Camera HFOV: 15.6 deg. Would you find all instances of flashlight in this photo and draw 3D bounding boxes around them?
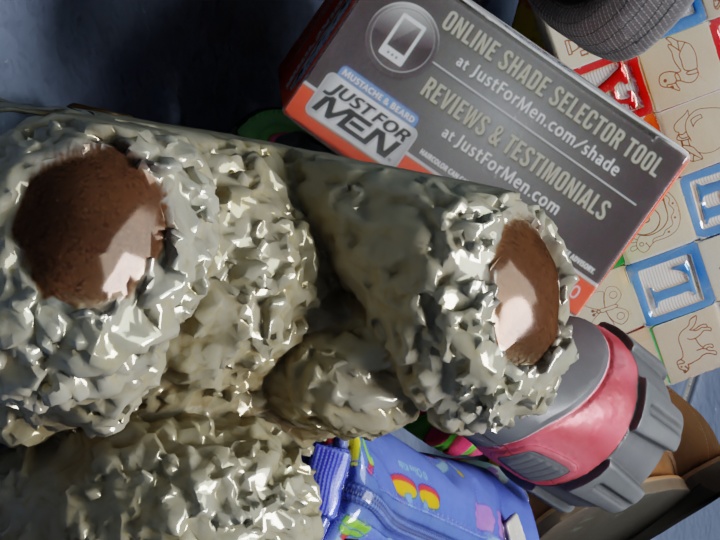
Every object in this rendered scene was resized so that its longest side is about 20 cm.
[{"bbox_3d":[0.032,0.018,0.880,0.068,0.068,0.200,-51,133,2],"label":"flashlight"}]

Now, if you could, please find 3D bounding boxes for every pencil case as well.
[{"bbox_3d":[-0.001,0.085,0.895,0.200,0.086,0.079,35,63,-61],"label":"pencil case"}]

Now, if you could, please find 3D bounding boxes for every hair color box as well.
[{"bbox_3d":[0.033,-0.053,0.861,0.064,0.111,0.200,-55,-175,4],"label":"hair color box"}]

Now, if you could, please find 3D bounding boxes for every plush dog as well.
[{"bbox_3d":[-0.059,0.046,0.736,0.199,0.160,0.173,7,95,-39],"label":"plush dog"}]

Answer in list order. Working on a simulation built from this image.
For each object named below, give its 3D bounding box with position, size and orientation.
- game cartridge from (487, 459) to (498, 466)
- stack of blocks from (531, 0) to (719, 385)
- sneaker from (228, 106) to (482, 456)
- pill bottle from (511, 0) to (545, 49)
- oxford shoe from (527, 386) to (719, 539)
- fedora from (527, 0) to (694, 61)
[{"bbox_3d":[0.080,0.160,1.159,0.200,0.032,0.177,-53,135,-61],"label":"game cartridge"},{"bbox_3d":[0.111,-0.059,1.010,0.059,0.115,0.201,-104,174,-63],"label":"stack of blocks"},{"bbox_3d":[0.000,0.000,0.950,0.200,0.077,0.084,46,10,-49],"label":"sneaker"},{"bbox_3d":[0.119,-0.101,1.123,0.109,0.109,0.201,23,82,-65],"label":"pill bottle"},{"bbox_3d":[0.104,0.084,1.130,0.072,0.071,0.200,60,19,9],"label":"oxford shoe"},{"bbox_3d":[0.109,-0.171,0.879,0.177,0.090,0.201,146,-60,-65],"label":"fedora"}]
